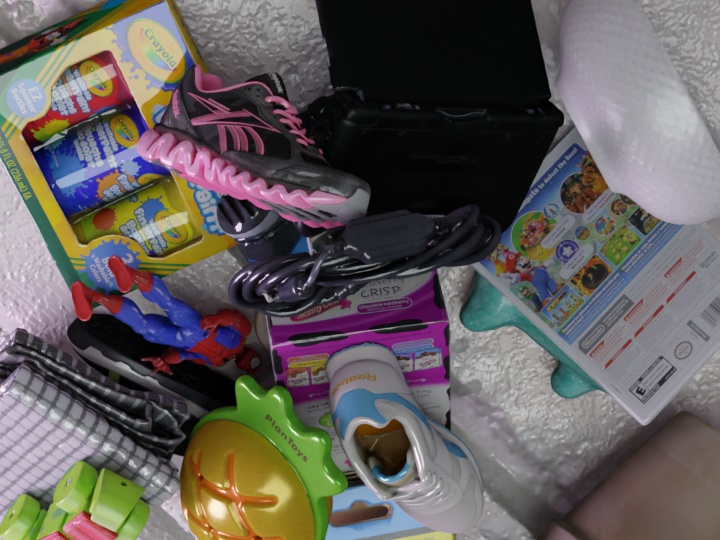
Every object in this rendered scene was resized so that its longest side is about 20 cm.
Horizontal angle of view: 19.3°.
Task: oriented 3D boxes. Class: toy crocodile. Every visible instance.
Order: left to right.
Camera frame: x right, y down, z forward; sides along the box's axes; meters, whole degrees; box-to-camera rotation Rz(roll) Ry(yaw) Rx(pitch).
[{"bbox_3d":[-0.222,0.198,1.600,0.067,0.062,0.200,38,137,-20],"label":"toy crocodile"}]

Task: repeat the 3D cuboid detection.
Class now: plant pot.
[{"bbox_3d":[0.264,0.217,1.733,0.200,0.200,0.174,33,88,-18],"label":"plant pot"}]

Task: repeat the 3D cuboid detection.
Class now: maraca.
[{"bbox_3d":[-0.073,0.156,1.602,0.137,0.107,0.200,43,142,10],"label":"maraca"}]

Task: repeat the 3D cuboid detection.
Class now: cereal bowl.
[{"bbox_3d":[0.201,-0.117,1.566,0.083,0.200,0.200,-29,113,8],"label":"cereal bowl"}]

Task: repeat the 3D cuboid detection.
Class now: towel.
[{"bbox_3d":[-0.241,0.136,1.653,0.165,0.086,0.200,33,138,-16],"label":"towel"}]

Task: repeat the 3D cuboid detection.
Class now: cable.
[{"bbox_3d":[0.007,-0.002,1.507,0.200,0.163,0.051,-15,82,-36],"label":"cable"}]

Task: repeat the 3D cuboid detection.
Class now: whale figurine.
[{"bbox_3d":[0.183,0.036,1.678,0.199,0.104,0.160,12,111,-10],"label":"whale figurine"}]

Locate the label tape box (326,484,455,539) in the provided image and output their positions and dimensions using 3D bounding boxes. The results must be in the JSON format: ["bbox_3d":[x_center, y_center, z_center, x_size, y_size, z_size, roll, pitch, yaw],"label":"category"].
[{"bbox_3d":[0.013,0.270,1.711,0.144,0.063,0.201,-10,88,-1],"label":"label tape box"}]

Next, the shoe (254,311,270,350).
[{"bbox_3d":[0.000,0.000,1.663,0.200,0.053,0.070,-34,95,6],"label":"shoe"}]

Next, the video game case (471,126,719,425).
[{"bbox_3d":[0.194,0.000,1.633,0.200,0.018,0.143,43,87,15],"label":"video game case"}]

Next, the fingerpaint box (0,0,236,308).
[{"bbox_3d":[-0.179,-0.093,1.602,0.166,0.073,0.200,-23,113,3],"label":"fingerpaint box"}]

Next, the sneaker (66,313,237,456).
[{"bbox_3d":[-0.158,0.112,1.691,0.200,0.072,0.083,32,108,-17],"label":"sneaker"}]

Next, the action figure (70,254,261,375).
[{"bbox_3d":[-0.138,0.046,1.638,0.065,0.052,0.200,-39,147,17],"label":"action figure"}]

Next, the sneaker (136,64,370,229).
[{"bbox_3d":[-0.068,-0.093,1.492,0.079,0.200,0.096,34,79,-55],"label":"sneaker"}]

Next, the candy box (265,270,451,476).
[{"bbox_3d":[0.000,0.083,1.655,0.136,0.061,0.200,-8,142,-3],"label":"candy box"}]

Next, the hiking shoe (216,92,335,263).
[{"bbox_3d":[-0.025,-0.068,1.603,0.200,0.074,0.087,-42,126,-25],"label":"hiking shoe"}]

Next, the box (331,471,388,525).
[{"bbox_3d":[-0.001,0.244,1.759,0.163,0.021,0.200,-6,130,-4],"label":"box"}]

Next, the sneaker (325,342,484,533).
[{"bbox_3d":[0.033,0.146,1.604,0.076,0.081,0.200,-24,130,17],"label":"sneaker"}]

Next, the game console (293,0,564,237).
[{"bbox_3d":[0.039,-0.124,1.575,0.199,0.116,0.176,-1,130,-34],"label":"game console"}]
